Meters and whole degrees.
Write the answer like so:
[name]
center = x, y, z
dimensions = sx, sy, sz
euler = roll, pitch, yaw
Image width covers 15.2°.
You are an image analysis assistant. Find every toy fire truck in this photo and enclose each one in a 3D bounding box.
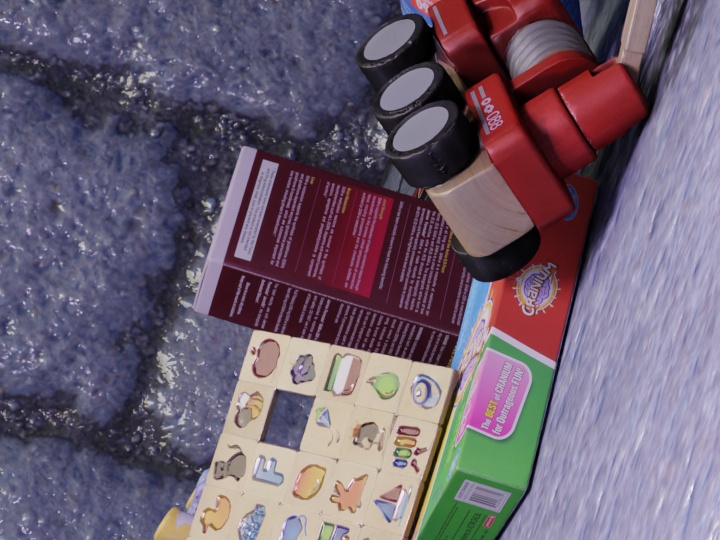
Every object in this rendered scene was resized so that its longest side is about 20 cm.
[toy fire truck]
center = 0.104, -0.120, 1.473
dimensions = 0.200, 0.129, 0.176
euler = -31, 29, 9

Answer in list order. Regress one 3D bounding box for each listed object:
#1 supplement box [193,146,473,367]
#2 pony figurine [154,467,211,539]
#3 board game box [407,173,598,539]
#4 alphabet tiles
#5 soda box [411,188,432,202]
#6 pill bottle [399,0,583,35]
[supplement box]
center = 0.000, 0.000, 1.796
dimensions = 0.061, 0.199, 0.109
euler = 109, 177, -49
[pony figurine]
center = -0.034, 0.207, 1.678
dimensions = 0.193, 0.200, 0.167
euler = -57, -8, -16
[board game box]
center = 0.079, 0.061, 1.538
dimensions = 0.153, 0.040, 0.200
euler = 113, 174, -60
[alphabet tiles]
center = -0.034, 0.141, 1.591
dimensions = 0.167, 0.008, 0.201
euler = 10, 79, 43
[soda box]
center = 0.072, -0.042, 1.944
dimensions = 0.200, 0.071, 0.063
euler = 115, 173, -65
[pill bottle]
center = 0.084, -0.153, 1.694
dimensions = 0.200, 0.112, 0.112
euler = 76, -155, -54
